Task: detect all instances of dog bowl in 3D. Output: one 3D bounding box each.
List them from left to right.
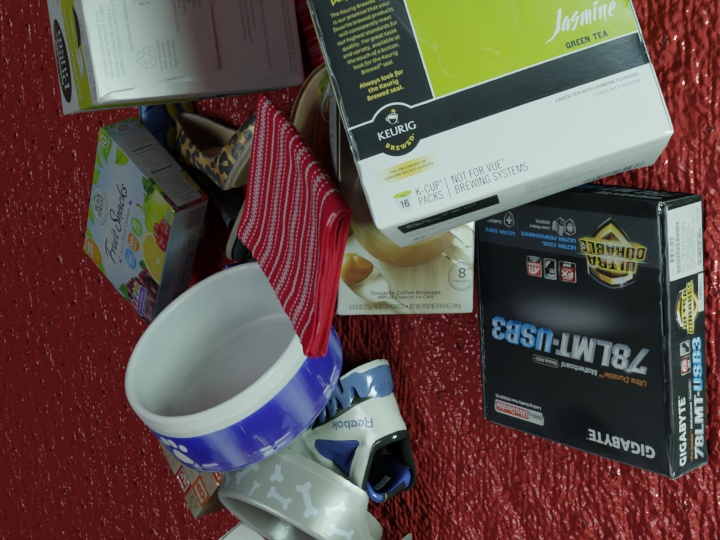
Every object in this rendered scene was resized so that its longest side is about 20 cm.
[{"bbox_3d":[-0.119,0.089,1.141,0.199,0.200,0.079,22,151,49],"label":"dog bowl"},{"bbox_3d":[-0.050,0.236,1.161,0.198,0.059,0.201,26,158,11],"label":"dog bowl"}]

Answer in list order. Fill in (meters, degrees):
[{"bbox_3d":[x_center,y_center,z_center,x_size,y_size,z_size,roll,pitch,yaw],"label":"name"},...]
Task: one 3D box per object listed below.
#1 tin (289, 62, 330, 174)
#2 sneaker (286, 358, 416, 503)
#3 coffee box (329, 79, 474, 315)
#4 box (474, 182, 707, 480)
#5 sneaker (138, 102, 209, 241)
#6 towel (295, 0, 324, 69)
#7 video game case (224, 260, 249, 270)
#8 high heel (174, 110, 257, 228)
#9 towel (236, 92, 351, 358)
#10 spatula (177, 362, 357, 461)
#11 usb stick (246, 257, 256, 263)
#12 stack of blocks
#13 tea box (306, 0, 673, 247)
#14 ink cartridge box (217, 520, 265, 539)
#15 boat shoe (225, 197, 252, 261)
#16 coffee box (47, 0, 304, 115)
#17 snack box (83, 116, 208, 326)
[{"bbox_3d":[-0.031,-0.082,1.057,0.112,0.042,0.202,28,106,48],"label":"tin"},{"bbox_3d":[-0.011,0.185,1.177,0.200,0.080,0.116,-52,57,46],"label":"sneaker"},{"bbox_3d":[0.032,-0.072,0.965,0.080,0.113,0.203,-114,23,-77],"label":"coffee box"},{"bbox_3d":[0.169,0.035,0.912,0.199,0.049,0.201,13,109,53],"label":"box"},{"bbox_3d":[-0.228,-0.126,1.388,0.082,0.070,0.202,3,106,47],"label":"sneaker"},{"bbox_3d":[-0.008,-0.213,1.089,0.144,0.022,0.202,-19,85,55],"label":"towel"},{"bbox_3d":[-0.111,0.123,1.324,0.201,0.045,0.182,56,140,27],"label":"video game case"},{"bbox_3d":[-0.148,-0.150,1.266,0.143,0.071,0.200,58,149,16],"label":"high heel"},{"bbox_3d":[-0.060,-0.040,0.997,0.200,0.022,0.146,-124,38,-49],"label":"towel"},{"bbox_3d":[-0.093,0.133,1.184,0.056,0.198,0.021,-145,36,-66],"label":"spatula"},{"bbox_3d":[-0.128,0.032,1.260,0.199,0.033,0.056,-37,71,21],"label":"usb stick"},{"bbox_3d":[-0.147,0.167,1.298,0.116,0.058,0.200,61,141,22],"label":"stack of blocks"},{"bbox_3d":[0.082,-0.143,0.821,0.134,0.198,0.199,22,-129,-82],"label":"tea box"},{"bbox_3d":[-0.086,0.377,1.265,0.146,0.084,0.201,40,161,41],"label":"ink cartridge box"},{"bbox_3d":[-0.085,-0.066,1.210,0.062,0.073,0.201,24,139,-5],"label":"boat shoe"},{"bbox_3d":[-0.189,-0.262,1.154,0.197,0.198,0.202,-170,71,-67],"label":"coffee box"},{"bbox_3d":[-0.245,-0.051,1.355,0.142,0.053,0.201,47,140,23],"label":"snack box"}]
